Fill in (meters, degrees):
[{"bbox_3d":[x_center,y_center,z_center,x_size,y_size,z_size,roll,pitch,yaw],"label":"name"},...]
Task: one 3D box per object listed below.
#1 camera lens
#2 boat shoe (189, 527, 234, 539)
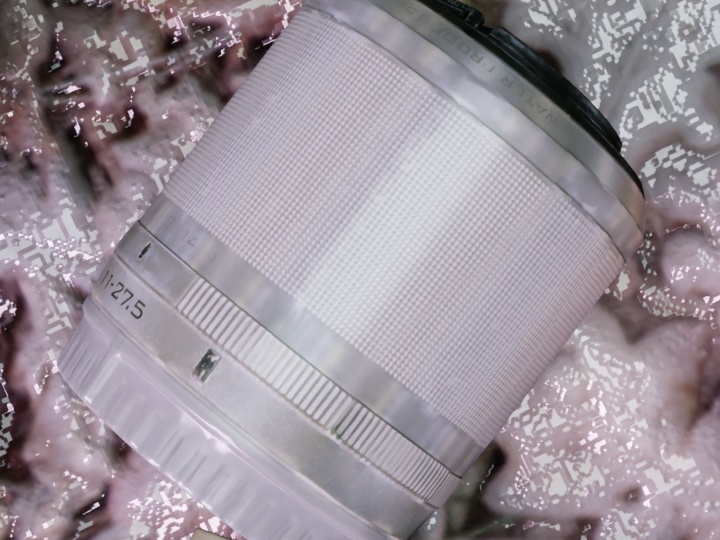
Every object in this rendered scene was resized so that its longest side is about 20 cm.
[{"bbox_3d":[0.000,0.000,0.755,0.160,0.160,0.201,38,89,-1],"label":"camera lens"},{"bbox_3d":[0.006,0.177,0.795,0.199,0.075,0.069,31,83,-2],"label":"boat shoe"}]
